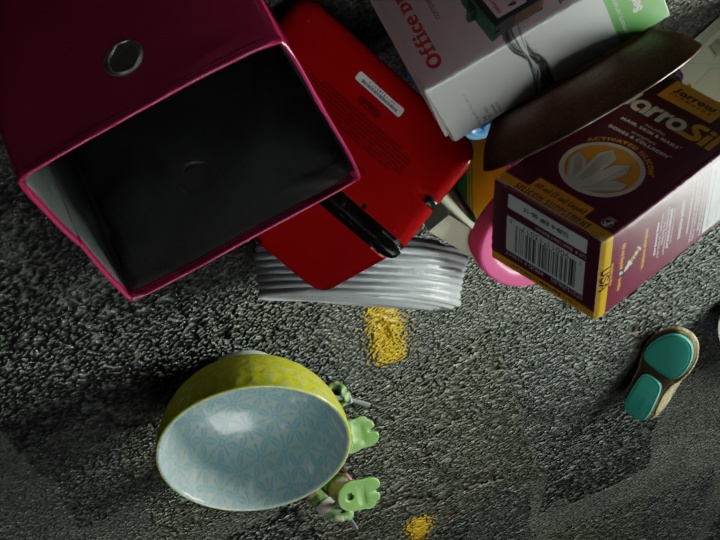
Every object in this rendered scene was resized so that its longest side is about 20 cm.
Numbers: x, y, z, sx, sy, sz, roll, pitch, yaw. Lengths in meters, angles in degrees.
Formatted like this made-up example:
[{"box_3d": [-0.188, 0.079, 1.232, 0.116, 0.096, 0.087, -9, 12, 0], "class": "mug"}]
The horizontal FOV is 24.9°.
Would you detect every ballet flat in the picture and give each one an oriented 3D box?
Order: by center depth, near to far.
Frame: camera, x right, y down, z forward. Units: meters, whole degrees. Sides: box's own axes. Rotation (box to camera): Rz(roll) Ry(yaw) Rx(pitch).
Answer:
[{"box_3d": [0.405, 0.123, 2.159, 0.065, 0.071, 0.200, -41, 165, -36], "class": "ballet flat"}]

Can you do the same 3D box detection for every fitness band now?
[{"box_3d": [0.187, -0.061, 1.447, 0.200, 0.037, 0.144, -43, 147, 17], "class": "fitness band"}]

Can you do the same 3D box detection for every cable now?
[{"box_3d": [0.000, 0.000, 1.519, 0.200, 0.069, 0.200, 3, 177, 40], "class": "cable"}]

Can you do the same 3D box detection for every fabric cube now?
[{"box_3d": [-0.145, -0.137, 1.145, 0.196, 0.199, 0.200, -27, 151, 2], "class": "fabric cube"}]

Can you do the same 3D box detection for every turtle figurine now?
[{"box_3d": [-0.019, 0.204, 1.829, 0.200, 0.194, 0.144, 31, 79, -22], "class": "turtle figurine"}]

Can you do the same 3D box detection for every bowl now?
[{"box_3d": [-0.115, 0.148, 1.694, 0.200, 0.108, 0.200, -5, 134, -5], "class": "bowl"}]

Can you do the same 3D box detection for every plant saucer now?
[{"box_3d": [0.178, -0.145, 1.310, 0.200, 0.037, 0.200, -31, -173, 4], "class": "plant saucer"}]

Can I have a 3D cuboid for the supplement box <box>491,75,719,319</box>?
[{"box_3d": [0.210, -0.064, 1.291, 0.200, 0.110, 0.086, -35, 142, -31], "class": "supplement box"}]

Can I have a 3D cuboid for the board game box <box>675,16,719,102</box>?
[{"box_3d": [0.419, -0.181, 1.628, 0.105, 0.103, 0.200, -43, 147, 26], "class": "board game box"}]

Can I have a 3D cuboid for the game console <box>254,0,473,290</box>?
[{"box_3d": [-0.039, -0.101, 1.359, 0.200, 0.119, 0.172, 40, 85, -17], "class": "game console"}]

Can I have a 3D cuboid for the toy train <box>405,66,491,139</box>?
[{"box_3d": [0.132, -0.196, 1.397, 0.200, 0.087, 0.114, -28, 144, 0], "class": "toy train"}]

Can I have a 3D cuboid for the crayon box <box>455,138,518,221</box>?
[{"box_3d": [0.170, -0.137, 1.480, 0.200, 0.119, 0.058, -36, 149, 16], "class": "crayon box"}]

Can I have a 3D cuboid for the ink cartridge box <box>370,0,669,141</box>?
[{"box_3d": [0.116, -0.218, 1.281, 0.200, 0.146, 0.084, -31, 148, 5], "class": "ink cartridge box"}]

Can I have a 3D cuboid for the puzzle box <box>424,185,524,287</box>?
[{"box_3d": [0.090, -0.063, 1.518, 0.025, 0.133, 0.200, -39, 148, 15], "class": "puzzle box"}]

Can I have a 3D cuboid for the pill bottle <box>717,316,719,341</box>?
[{"box_3d": [0.560, 0.091, 2.165, 0.113, 0.113, 0.200, -40, 149, 22], "class": "pill bottle"}]
